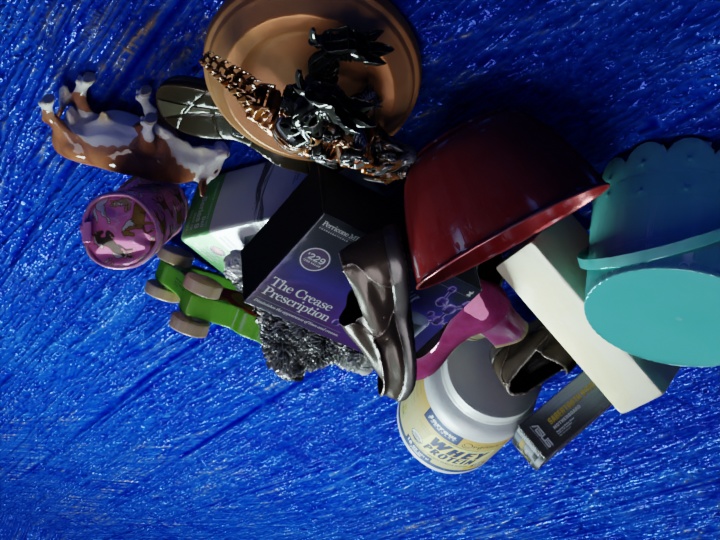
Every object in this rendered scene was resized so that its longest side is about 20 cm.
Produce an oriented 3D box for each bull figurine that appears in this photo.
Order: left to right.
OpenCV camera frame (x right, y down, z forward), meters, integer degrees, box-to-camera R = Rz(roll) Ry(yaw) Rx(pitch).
[{"bbox_3d":[-0.238,-0.140,1.218,0.197,0.066,0.122,8,146,10],"label":"bull figurine"}]

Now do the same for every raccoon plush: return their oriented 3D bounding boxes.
[{"bbox_3d":[-0.047,0.051,1.255,0.133,0.098,0.200,-11,144,27],"label":"raccoon plush"}]

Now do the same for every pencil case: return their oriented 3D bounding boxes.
[{"bbox_3d":[-0.238,-0.056,1.241,0.083,0.086,0.200,53,-174,-9],"label":"pencil case"}]

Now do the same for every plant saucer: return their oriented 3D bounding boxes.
[{"bbox_3d":[-0.044,-0.171,1.040,0.197,0.038,0.201,3,136,2],"label":"plant saucer"}]

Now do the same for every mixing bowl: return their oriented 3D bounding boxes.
[{"bbox_3d":[0.114,-0.075,1.061,0.109,0.199,0.200,62,145,6],"label":"mixing bowl"}]

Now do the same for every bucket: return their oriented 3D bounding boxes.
[{"bbox_3d":[0.304,-0.011,1.094,0.205,0.136,0.208,12,150,7],"label":"bucket"}]

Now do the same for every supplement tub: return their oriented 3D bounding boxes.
[{"bbox_3d":[0.136,0.159,1.457,0.143,0.146,0.200,19,151,-5],"label":"supplement tub"}]

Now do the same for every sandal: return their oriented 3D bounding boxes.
[{"bbox_3d":[-0.098,-0.152,1.134,0.198,0.055,0.082,14,136,1],"label":"sandal"}]

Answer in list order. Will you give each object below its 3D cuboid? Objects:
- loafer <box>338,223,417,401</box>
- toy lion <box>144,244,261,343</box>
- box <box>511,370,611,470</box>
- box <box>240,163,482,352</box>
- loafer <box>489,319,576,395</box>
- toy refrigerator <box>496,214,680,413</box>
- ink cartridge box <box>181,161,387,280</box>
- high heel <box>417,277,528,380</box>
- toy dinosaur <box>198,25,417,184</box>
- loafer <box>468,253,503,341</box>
[{"bbox_3d":[0.014,0.042,1.114,0.070,0.073,0.202,-6,126,1],"label":"loafer"},{"bbox_3d":[-0.147,0.044,1.415,0.190,0.069,0.200,17,-171,-29],"label":"toy lion"},{"bbox_3d":[0.249,0.155,1.335,0.048,0.158,0.200,49,176,13],"label":"box"},{"bbox_3d":[0.000,0.000,1.168,0.199,0.079,0.141,24,124,-29],"label":"box"},{"bbox_3d":[0.232,0.080,1.293,0.073,0.071,0.200,32,125,-29],"label":"loafer"},{"bbox_3d":[0.235,0.042,1.191,0.200,0.076,0.070,49,139,-3],"label":"toy refrigerator"},{"bbox_3d":[-0.072,-0.046,1.272,0.198,0.085,0.146,-10,142,38],"label":"ink cartridge box"},{"bbox_3d":[0.076,0.061,1.255,0.199,0.068,0.096,-15,135,38],"label":"high heel"},{"bbox_3d":[-0.039,-0.131,0.994,0.198,0.103,0.136,2,157,-27],"label":"toy dinosaur"},{"bbox_3d":[0.127,0.015,1.287,0.068,0.076,0.201,7,149,27],"label":"loafer"}]
